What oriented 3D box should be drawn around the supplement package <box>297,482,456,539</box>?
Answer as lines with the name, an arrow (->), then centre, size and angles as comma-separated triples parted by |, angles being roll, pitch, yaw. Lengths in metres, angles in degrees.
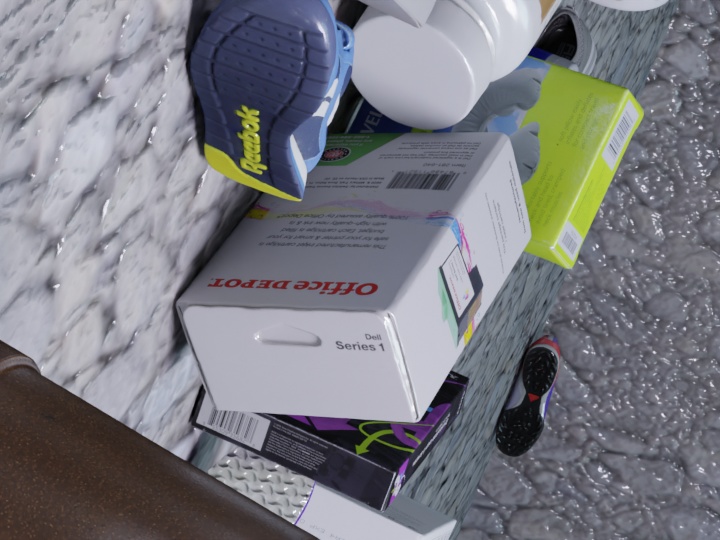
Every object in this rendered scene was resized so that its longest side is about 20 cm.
supplement package -> -0.032, 0.238, 1.771 | 0.151, 0.151, 0.200 | -66, 170, 1

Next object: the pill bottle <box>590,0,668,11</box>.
pill bottle -> 0.252, -0.345, 2.004 | 0.120, 0.119, 0.200 | -55, 165, -48

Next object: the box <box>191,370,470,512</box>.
box -> -0.016, 0.090, 1.552 | 0.200, 0.142, 0.036 | -41, 153, -68

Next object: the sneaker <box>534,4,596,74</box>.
sneaker -> 0.166, -0.167, 2.156 | 0.082, 0.074, 0.201 | 68, 39, -57

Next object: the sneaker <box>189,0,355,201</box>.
sneaker -> -0.042, -0.111, 1.176 | 0.200, 0.074, 0.082 | 108, 7, -68

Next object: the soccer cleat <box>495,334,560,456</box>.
soccer cleat -> 0.259, 0.191, 3.408 | 0.073, 0.068, 0.201 | -55, 163, -63

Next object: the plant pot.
plant pot -> -0.131, 0.137, 0.916 | 0.200, 0.198, 0.201 | 23, 90, -80

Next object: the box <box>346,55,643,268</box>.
box -> 0.075, -0.091, 1.501 | 0.122, 0.199, 0.048 | -64, 151, -9

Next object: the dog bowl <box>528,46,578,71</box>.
dog bowl -> 0.116, -0.103, 1.969 | 0.200, 0.079, 0.201 | 90, 26, -65

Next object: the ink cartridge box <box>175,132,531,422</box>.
ink cartridge box -> 0.000, 0.000, 1.372 | 0.200, 0.144, 0.084 | -55, 138, -47

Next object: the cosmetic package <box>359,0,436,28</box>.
cosmetic package -> 0.005, -0.201, 1.160 | 0.108, 0.085, 0.200 | -66, 170, 1

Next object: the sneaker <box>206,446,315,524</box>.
sneaker -> -0.102, 0.195, 1.547 | 0.200, 0.069, 0.100 | -53, 176, 0

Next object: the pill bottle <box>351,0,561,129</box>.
pill bottle -> 0.071, -0.186, 1.449 | 0.200, 0.114, 0.115 | -57, 167, -40
